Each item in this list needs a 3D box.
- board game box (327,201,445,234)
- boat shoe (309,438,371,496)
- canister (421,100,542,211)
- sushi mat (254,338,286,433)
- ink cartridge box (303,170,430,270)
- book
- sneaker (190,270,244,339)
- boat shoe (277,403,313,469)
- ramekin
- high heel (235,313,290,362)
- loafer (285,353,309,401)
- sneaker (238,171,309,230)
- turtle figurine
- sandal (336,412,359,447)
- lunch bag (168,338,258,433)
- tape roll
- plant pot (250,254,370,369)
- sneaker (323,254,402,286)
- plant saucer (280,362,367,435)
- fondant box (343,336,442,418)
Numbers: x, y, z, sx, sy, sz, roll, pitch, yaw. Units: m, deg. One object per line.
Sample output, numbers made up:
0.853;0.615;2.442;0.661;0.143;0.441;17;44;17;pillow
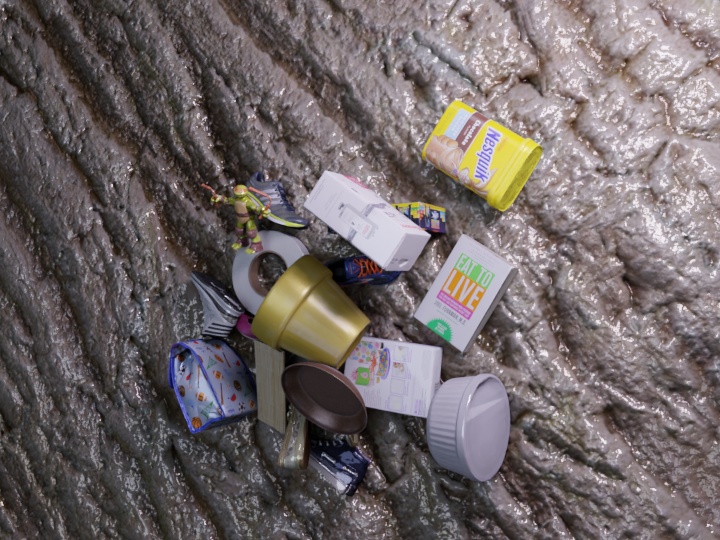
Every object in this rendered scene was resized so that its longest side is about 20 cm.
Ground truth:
0.055;-0.101;1.610;0.199;0.165;0.057;-2;88;25;board game box
-0.066;0.391;1.712;0.200;0.075;0.093;37;89;20;boat shoe
0.239;-0.232;1.576;0.200;0.086;0.149;36;102;23;canister
-0.198;0.253;1.729;0.095;0.012;0.201;18;115;42;sushi mat
0.015;-0.090;1.458;0.200;0.146;0.083;38;104;18;ink cartridge box
0.213;0.045;1.604;0.133;0.048;0.201;35;104;26;book
-0.355;0.086;1.821;0.200;0.076;0.116;39;102;41;sneaker
-0.138;0.329;1.691;0.062;0.073;0.201;-3;46;8;boat shoe
0.205;0.297;1.519;0.094;0.202;0.203;1;89;36;ramekin
-0.208;0.124;1.773;0.200;0.067;0.096;36;99;34;high heel
-0.155;0.227;1.749;0.070;0.070;0.200;41;105;19;loafer
-0.192;-0.157;1.780;0.200;0.074;0.081;33;98;20;sneaker
-0.264;-0.125;1.749;0.199;0.064;0.162;12;119;28;turtle figurine
-0.059;0.295;1.698;0.054;0.080;0.200;-34;69;9;sandal
-0.337;0.250;1.780;0.124;0.170;0.201;-29;78;20;lunch bag
-0.201;0.008;1.796;0.202;0.037;0.204;0;89;25;tape roll
-0.090;0.100;1.611;0.189;0.201;0.201;35;103;7;plant pot
0.000;0.000;1.681;0.199;0.078;0.076;-13;84;24;sneaker
-0.067;0.251;1.591;0.200;0.037;0.201;21;138;20;plant saucer
0.065;0.220;1.655;0.199;0.058;0.145;6;90;24;fondant box
